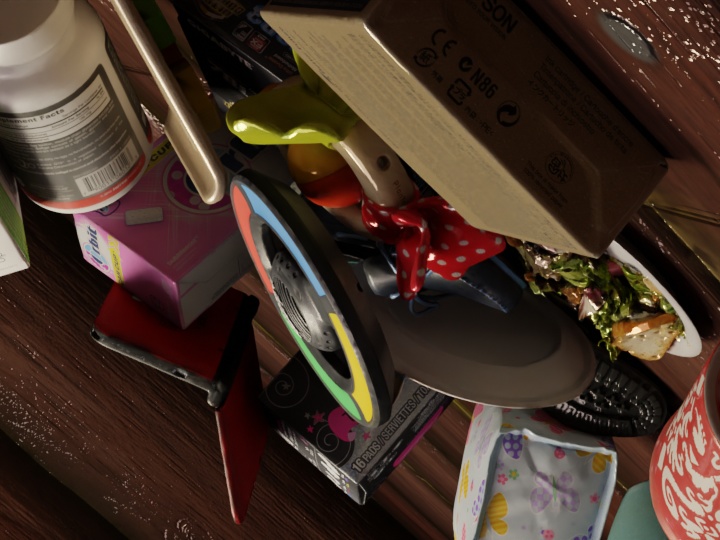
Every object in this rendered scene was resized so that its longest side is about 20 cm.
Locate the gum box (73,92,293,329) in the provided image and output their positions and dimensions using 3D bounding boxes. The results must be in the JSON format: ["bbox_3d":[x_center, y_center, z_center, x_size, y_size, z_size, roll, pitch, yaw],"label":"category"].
[{"bbox_3d":[-0.118,-0.061,1.822,0.113,0.200,0.066,34,151,25],"label":"gum box"}]

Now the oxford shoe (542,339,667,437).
[{"bbox_3d":[0.152,0.065,1.773,0.199,0.073,0.084,26,-152,10],"label":"oxford shoe"}]

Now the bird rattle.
[{"bbox_3d":[0.001,-0.072,1.505,0.200,0.113,0.163,47,167,-22],"label":"bird rattle"}]

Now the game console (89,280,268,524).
[{"bbox_3d":[-0.143,0.091,1.846,0.172,0.119,0.200,23,-162,-4],"label":"game console"}]

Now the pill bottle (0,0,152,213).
[{"bbox_3d":[-0.238,-0.144,1.720,0.116,0.116,0.200,34,159,32],"label":"pill bottle"}]

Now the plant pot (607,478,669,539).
[{"bbox_3d":[0.268,0.222,1.744,0.200,0.199,0.135,85,171,-77],"label":"plant pot"}]

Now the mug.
[{"bbox_3d":[0.270,0.098,1.371,0.200,0.177,0.134,82,173,-70],"label":"mug"}]

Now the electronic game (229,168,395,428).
[{"bbox_3d":[-0.035,0.020,1.558,0.200,0.042,0.200,56,168,19],"label":"electronic game"}]

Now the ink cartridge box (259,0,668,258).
[{"bbox_3d":[0.057,-0.104,1.294,0.200,0.075,0.165,43,171,-23],"label":"ink cartridge box"}]

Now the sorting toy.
[{"bbox_3d":[-0.150,-0.166,1.644,0.200,0.036,0.185,67,175,-26],"label":"sorting toy"}]

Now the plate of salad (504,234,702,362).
[{"bbox_3d":[0.144,0.001,1.527,0.200,0.048,0.200,39,171,7],"label":"plate of salad"}]

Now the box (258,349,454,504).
[{"bbox_3d":[0.021,0.077,1.887,0.115,0.200,0.132,39,170,10],"label":"box"}]

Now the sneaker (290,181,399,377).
[{"bbox_3d":[0.000,0.000,1.765,0.075,0.079,0.200,40,156,52],"label":"sneaker"}]

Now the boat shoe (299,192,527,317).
[{"bbox_3d":[0.031,-0.006,1.610,0.200,0.069,0.084,26,166,41],"label":"boat shoe"}]

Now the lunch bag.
[{"bbox_3d":[0.138,0.199,1.840,0.127,0.201,0.170,14,-165,-3],"label":"lunch bag"}]

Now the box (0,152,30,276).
[{"bbox_3d":[-0.307,-0.113,1.748,0.144,0.036,0.200,69,-177,-55],"label":"box"}]

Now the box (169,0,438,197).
[{"bbox_3d":[-0.037,-0.121,1.667,0.200,0.050,0.199,36,171,17],"label":"box"}]

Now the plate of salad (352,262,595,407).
[{"bbox_3d":[0.076,0.050,1.671,0.199,0.048,0.200,13,-151,-7],"label":"plate of salad"}]
